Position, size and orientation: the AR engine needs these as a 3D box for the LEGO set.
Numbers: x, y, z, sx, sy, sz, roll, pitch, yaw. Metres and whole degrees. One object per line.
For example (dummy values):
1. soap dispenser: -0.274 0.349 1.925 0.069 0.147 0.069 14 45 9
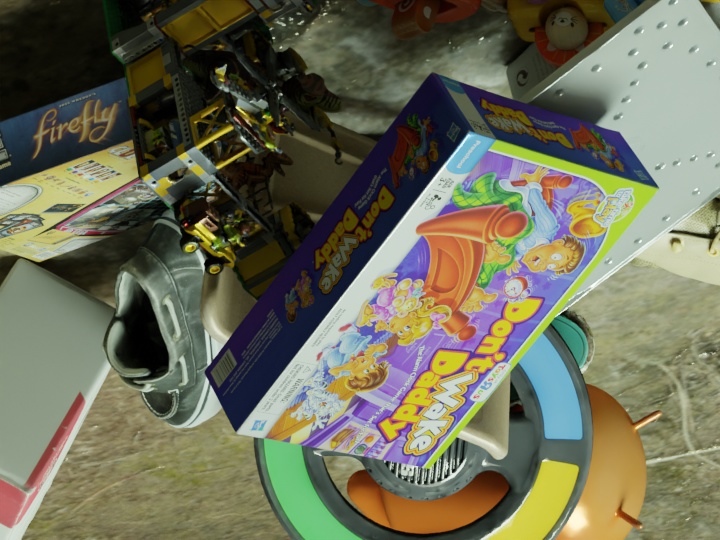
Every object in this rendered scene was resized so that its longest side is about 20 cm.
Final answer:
1. LEGO set: -0.044 -0.096 1.317 0.116 0.200 0.154 -29 129 17

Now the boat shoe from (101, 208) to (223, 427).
1. boat shoe: -0.121 0.035 1.524 0.071 0.072 0.200 -35 153 -26

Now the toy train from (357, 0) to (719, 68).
1. toy train: 0.098 -0.145 1.347 0.200 0.056 0.150 -12 159 39

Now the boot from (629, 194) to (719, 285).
1. boot: 0.239 -0.027 1.583 0.155 0.073 0.200 16 172 -9

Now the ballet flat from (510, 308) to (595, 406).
1. ballet flat: 0.044 0.059 1.587 0.200 0.076 0.064 -13 -177 5

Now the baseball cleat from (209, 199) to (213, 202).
1. baseball cleat: -0.078 0.033 1.586 0.070 0.107 0.200 -27 157 -17

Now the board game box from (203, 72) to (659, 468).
1. board game box: 0.034 0.005 1.276 0.134 0.045 0.200 13 124 -41

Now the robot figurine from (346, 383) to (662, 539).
1. robot figurine: 0.092 0.125 1.626 0.200 0.117 0.144 -5 -166 32

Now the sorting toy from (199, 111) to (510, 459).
1. sorting toy: 0.000 0.000 1.434 0.200 0.185 0.036 26 134 -22

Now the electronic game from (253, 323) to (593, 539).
1. electronic game: 0.037 0.096 1.527 0.200 0.200 0.042 -16 -171 5

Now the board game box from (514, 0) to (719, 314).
1. board game box: 0.110 -0.053 1.342 0.200 0.026 0.200 -38 150 8

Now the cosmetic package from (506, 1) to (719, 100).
1. cosmetic package: 0.184 -0.131 1.451 0.101 0.071 0.200 9 143 -34

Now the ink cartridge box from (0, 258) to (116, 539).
1. ink cartridge box: -0.228 0.111 1.607 0.083 0.145 0.200 28 142 -2

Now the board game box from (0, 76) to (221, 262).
1. board game box: -0.153 -0.052 1.417 0.135 0.035 0.200 -19 170 10
